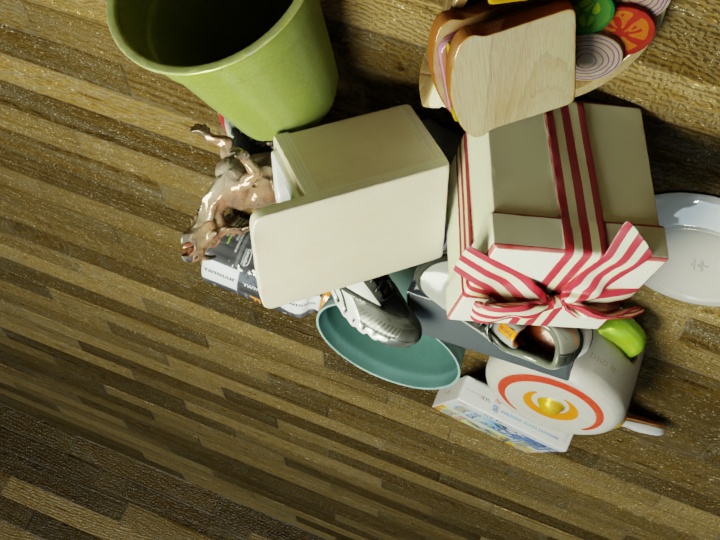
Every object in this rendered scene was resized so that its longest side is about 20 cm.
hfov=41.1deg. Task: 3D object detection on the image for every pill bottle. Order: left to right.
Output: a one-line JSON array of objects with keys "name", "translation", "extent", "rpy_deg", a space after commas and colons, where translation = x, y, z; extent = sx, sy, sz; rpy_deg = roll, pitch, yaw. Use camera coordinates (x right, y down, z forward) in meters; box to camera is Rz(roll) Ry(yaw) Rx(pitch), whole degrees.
[{"name": "pill bottle", "translation": [-0.115, 0.001, 1.357], "extent": [0.199, 0.107, 0.106], "rpy_deg": [21, 152, 8]}]

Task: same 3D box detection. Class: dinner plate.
[{"name": "dinner plate", "translation": [0.364, -0.012, 1.034], "extent": [0.199, 0.024, 0.201], "rpy_deg": [19, 152, 10]}]

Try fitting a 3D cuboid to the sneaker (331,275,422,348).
[{"name": "sneaker", "translation": [0.000, 0.000, 1.076], "extent": [0.200, 0.066, 0.091], "rpy_deg": [46, 136, 18]}]

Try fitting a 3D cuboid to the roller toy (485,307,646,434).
[{"name": "roller toy", "translation": [0.258, 0.121, 1.222], "extent": [0.181, 0.140, 0.200], "rpy_deg": [16, 151, 18]}]

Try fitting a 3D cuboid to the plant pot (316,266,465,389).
[{"name": "plant pot", "translation": [0.058, 0.047, 1.264], "extent": [0.199, 0.135, 0.201], "rpy_deg": [19, 151, 11]}]

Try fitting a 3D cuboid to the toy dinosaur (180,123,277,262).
[{"name": "toy dinosaur", "translation": [-0.106, -0.091, 1.036], "extent": [0.199, 0.086, 0.136], "rpy_deg": [-12, 128, -6]}]

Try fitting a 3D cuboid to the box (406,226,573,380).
[{"name": "box", "translation": [0.169, 0.025, 1.123], "extent": [0.199, 0.142, 0.079], "rpy_deg": [17, 146, 14]}]

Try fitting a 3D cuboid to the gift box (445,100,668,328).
[{"name": "gift box", "translation": [0.170, -0.047, 0.900], "extent": [0.183, 0.188, 0.200], "rpy_deg": [1, 155, -4]}]

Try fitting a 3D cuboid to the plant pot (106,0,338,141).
[{"name": "plant pot", "translation": [-0.104, -0.220, 0.911], "extent": [0.199, 0.201, 0.190], "rpy_deg": [12, 163, 23]}]

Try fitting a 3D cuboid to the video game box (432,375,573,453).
[{"name": "video game box", "translation": [0.217, 0.228, 1.496], "extent": [0.181, 0.047, 0.200], "rpy_deg": [28, 167, 0]}]

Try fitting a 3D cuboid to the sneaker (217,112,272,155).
[{"name": "sneaker", "translation": [-0.101, -0.155, 1.130], "extent": [0.085, 0.077, 0.200], "rpy_deg": [52, -176, 35]}]

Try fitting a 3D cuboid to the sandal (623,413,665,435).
[{"name": "sandal", "translation": [0.347, 0.186, 1.359], "extent": [0.205, 0.060, 0.079], "rpy_deg": [14, 180, -24]}]

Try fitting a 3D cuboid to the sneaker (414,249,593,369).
[{"name": "sneaker", "translation": [0.143, 0.039, 1.004], "extent": [0.199, 0.079, 0.074], "rpy_deg": [26, 120, 21]}]

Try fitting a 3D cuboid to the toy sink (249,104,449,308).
[{"name": "toy sink", "translation": [-0.025, -0.067, 0.960], "extent": [0.199, 0.112, 0.131], "rpy_deg": [-17, 139, -14]}]

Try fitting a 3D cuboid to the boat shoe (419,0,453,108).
[{"name": "boat shoe", "translation": [0.111, -0.220, 0.842], "extent": [0.069, 0.074, 0.200], "rpy_deg": [6, 147, -14]}]

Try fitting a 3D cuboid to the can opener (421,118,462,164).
[{"name": "can opener", "translation": [0.138, -0.087, 1.040], "extent": [0.199, 0.067, 0.053], "rpy_deg": [28, 152, -6]}]

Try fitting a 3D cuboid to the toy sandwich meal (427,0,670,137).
[{"name": "toy sandwich meal", "translation": [0.154, -0.186, 0.772], "extent": [0.204, 0.071, 0.206], "rpy_deg": [-5, 145, -4]}]

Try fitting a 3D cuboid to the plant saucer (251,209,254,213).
[{"name": "plant saucer", "translation": [-0.031, -0.073, 1.143], "extent": [0.199, 0.038, 0.201], "rpy_deg": [-4, 151, -2]}]
